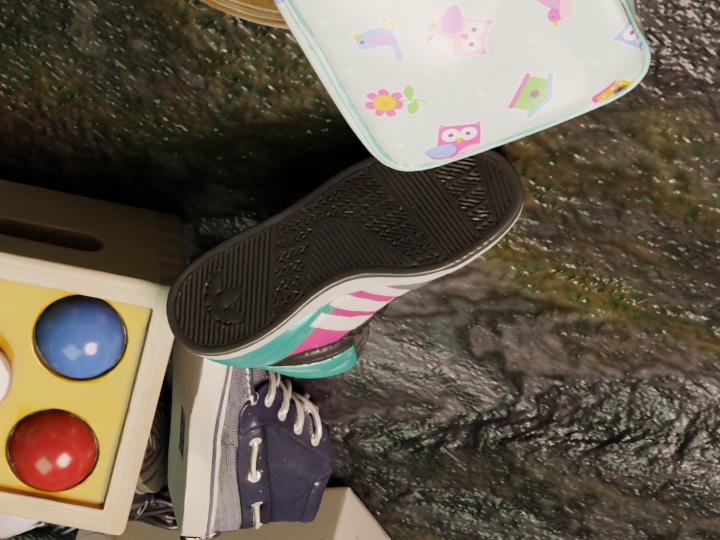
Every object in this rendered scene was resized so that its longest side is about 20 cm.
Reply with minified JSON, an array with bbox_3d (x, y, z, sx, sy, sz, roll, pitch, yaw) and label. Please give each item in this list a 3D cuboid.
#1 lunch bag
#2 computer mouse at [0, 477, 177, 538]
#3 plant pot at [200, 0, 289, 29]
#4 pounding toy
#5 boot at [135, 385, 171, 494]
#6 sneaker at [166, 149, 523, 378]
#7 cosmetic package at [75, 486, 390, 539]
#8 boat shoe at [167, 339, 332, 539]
[{"bbox_3d":[0.034,-0.145,1.181,0.159,0.077,0.200,-20,132,12],"label":"lunch bag"},{"bbox_3d":[-0.212,0.152,1.656,0.199,0.044,0.109,0,-178,38],"label":"computer mouse"},{"bbox_3d":[-0.044,-0.186,1.242,0.199,0.028,0.201,11,140,10],"label":"plant pot"},{"bbox_3d":[-0.213,0.061,1.423,0.199,0.142,0.185,11,113,-11],"label":"pounding toy"},{"bbox_3d":[-0.230,0.069,1.583,0.199,0.073,0.183,-11,119,23],"label":"boot"},{"bbox_3d":[0.000,0.000,1.399,0.199,0.084,0.121,-23,168,5],"label":"sneaker"},{"bbox_3d":[-0.089,0.202,1.650,0.199,0.104,0.073,-6,141,27],"label":"cosmetic package"},{"bbox_3d":[-0.062,0.075,1.533,0.092,0.075,0.201,-4,133,-14],"label":"boat shoe"}]
